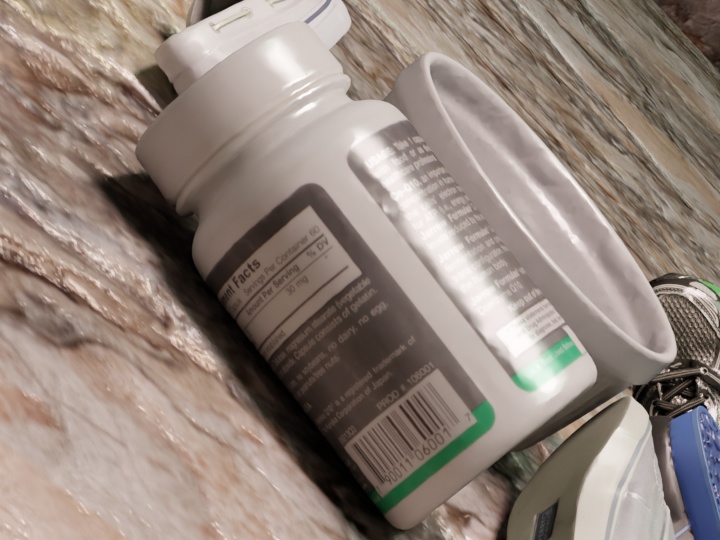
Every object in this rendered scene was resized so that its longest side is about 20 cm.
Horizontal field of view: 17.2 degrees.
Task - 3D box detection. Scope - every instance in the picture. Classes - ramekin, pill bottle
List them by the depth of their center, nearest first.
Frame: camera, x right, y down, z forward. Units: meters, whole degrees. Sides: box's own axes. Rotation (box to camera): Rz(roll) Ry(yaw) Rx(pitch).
[{"bbox_3d":[0.000,0.000,1.017,0.200,0.113,0.113,53,15,6],"label":"pill bottle"},{"bbox_3d":[0.059,-0.002,1.208,0.200,0.105,0.200,46,15,-16],"label":"ramekin"}]

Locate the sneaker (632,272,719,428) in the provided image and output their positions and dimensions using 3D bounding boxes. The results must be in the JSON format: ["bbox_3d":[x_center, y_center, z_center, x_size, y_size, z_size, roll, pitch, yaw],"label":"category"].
[{"bbox_3d":[0.180,0.100,1.260,0.085,0.078,0.201,0,81,-67],"label":"sneaker"}]

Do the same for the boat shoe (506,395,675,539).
[{"bbox_3d":[0.112,0.131,1.103,0.072,0.070,0.201,47,27,-9],"label":"boat shoe"}]

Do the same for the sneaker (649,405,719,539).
[{"bbox_3d":[0.157,0.170,1.178,0.070,0.078,0.201,32,45,-56],"label":"sneaker"}]

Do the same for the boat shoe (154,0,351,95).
[{"bbox_3d":[-0.055,-0.124,1.222,0.067,0.073,0.200,51,15,-10],"label":"boat shoe"}]
